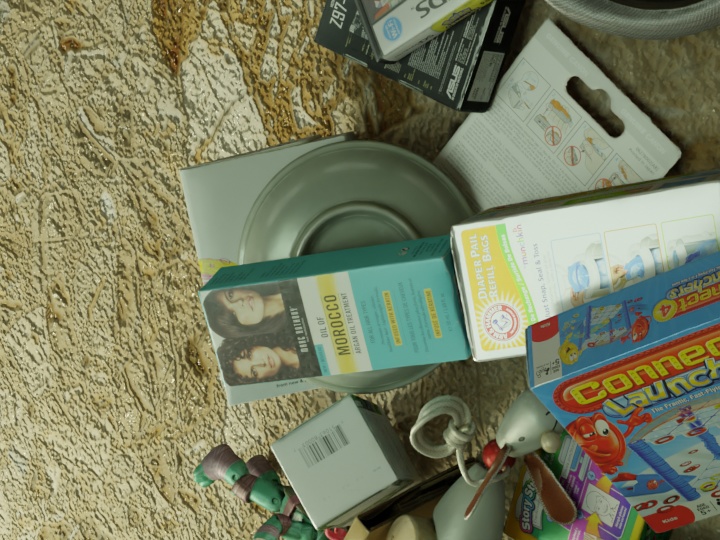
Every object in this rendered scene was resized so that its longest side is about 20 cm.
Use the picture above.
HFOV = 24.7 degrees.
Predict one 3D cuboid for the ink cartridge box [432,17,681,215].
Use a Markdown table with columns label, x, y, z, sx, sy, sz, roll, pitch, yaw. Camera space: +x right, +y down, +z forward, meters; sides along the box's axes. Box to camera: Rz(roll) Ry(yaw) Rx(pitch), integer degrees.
| label | x | y | z | sx | sy | sz | roll | pitch | yaw |
| --- | --- | --- | --- | --- | --- | --- | --- | --- | --- |
| ink cartridge box | 0.146 | -0.070 | 1.299 | 0.161 | 0.050 | 0.200 | 48 | 114 | 22 |

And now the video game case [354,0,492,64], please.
| label | x | y | z | sx | sy | sz | roll | pitch | yaw |
| --- | --- | --- | --- | --- | --- | --- | --- | --- | --- |
| video game case | 0.051 | -0.288 | 1.257 | 0.180 | 0.025 | 0.202 | -28 | 75 | 35 |

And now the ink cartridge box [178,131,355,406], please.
| label | x | y | z | sx | sy | sz | roll | pitch | yaw |
| --- | --- | --- | --- | --- | --- | --- | --- | --- | --- |
| ink cartridge box | -0.057 | -0.007 | 1.385 | 0.143 | 0.145 | 0.202 | -11 | 94 | 3 |

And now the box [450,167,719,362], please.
| label | x | y | z | sx | sy | sz | roll | pitch | yaw |
| --- | --- | --- | --- | --- | --- | --- | --- | --- | --- |
| box | 0.178 | -0.005 | 1.189 | 0.198 | 0.112 | 0.103 | -9 | 96 | 20 |

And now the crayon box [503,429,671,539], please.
| label | x | y | z | sx | sy | sz | roll | pitch | yaw |
| --- | --- | --- | --- | --- | --- | --- | --- | --- | --- |
| crayon box | 0.194 | 0.147 | 1.293 | 0.118 | 0.058 | 0.202 | 30 | 120 | 33 |

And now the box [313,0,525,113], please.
| label | x | y | z | sx | sy | sz | roll | pitch | yaw |
| --- | --- | --- | --- | --- | --- | --- | --- | --- | --- |
| box | 0.060 | -0.246 | 1.296 | 0.159 | 0.043 | 0.202 | 29 | 109 | 33 |

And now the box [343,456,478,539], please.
| label | x | y | z | sx | sy | sz | roll | pitch | yaw |
| --- | --- | --- | --- | --- | --- | --- | --- | --- | --- |
| box | 0.014 | 0.257 | 1.413 | 0.021 | 0.163 | 0.201 | 44 | 127 | 22 |

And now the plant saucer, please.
| label | x | y | z | sx | sy | sz | roll | pitch | yaw |
| --- | --- | --- | --- | --- | --- | --- | --- | --- | --- |
| plant saucer | 0.000 | 0.000 | 1.286 | 0.198 | 0.050 | 0.203 | 0 | 96 | 2 |

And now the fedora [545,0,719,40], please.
| label | x | y | z | sx | sy | sz | roll | pitch | yaw |
| --- | --- | --- | --- | --- | --- | --- | --- | --- | --- |
| fedora | 0.214 | -0.254 | 1.143 | 0.198 | 0.090 | 0.179 | -2 | 103 | 29 |

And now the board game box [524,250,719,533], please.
| label | x | y | z | sx | sy | sz | roll | pitch | yaw |
| --- | --- | --- | --- | --- | --- | --- | --- | --- | --- |
| board game box | 0.244 | 0.080 | 1.115 | 0.199 | 0.196 | 0.056 | -23 | 41 | 25 |

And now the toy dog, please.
| label | x | y | z | sx | sy | sz | roll | pitch | yaw |
| --- | --- | --- | --- | --- | --- | --- | --- | --- | --- |
| toy dog | 0.100 | 0.193 | 1.279 | 0.097 | 0.130 | 0.202 | -119 | 32 | -46 |

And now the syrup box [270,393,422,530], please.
| label | x | y | z | sx | sy | sz | roll | pitch | yaw |
| --- | --- | --- | --- | --- | --- | --- | --- | --- | --- |
| syrup box | -0.008 | 0.162 | 1.380 | 0.078 | 0.200 | 0.082 | -31 | 80 | 3 |

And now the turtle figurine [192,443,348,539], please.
| label | x | y | z | sx | sy | sz | roll | pitch | yaw |
| --- | --- | --- | --- | --- | --- | --- | --- | --- | --- |
| turtle figurine | -0.062 | 0.242 | 1.515 | 0.200 | 0.101 | 0.150 | 42 | 171 | 35 |

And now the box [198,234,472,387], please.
| label | x | y | z | sx | sy | sz | roll | pitch | yaw |
| --- | --- | --- | --- | --- | --- | --- | --- | --- | --- |
| box | -0.016 | 0.031 | 1.228 | 0.198 | 0.049 | 0.083 | -8 | 108 | 21 |
